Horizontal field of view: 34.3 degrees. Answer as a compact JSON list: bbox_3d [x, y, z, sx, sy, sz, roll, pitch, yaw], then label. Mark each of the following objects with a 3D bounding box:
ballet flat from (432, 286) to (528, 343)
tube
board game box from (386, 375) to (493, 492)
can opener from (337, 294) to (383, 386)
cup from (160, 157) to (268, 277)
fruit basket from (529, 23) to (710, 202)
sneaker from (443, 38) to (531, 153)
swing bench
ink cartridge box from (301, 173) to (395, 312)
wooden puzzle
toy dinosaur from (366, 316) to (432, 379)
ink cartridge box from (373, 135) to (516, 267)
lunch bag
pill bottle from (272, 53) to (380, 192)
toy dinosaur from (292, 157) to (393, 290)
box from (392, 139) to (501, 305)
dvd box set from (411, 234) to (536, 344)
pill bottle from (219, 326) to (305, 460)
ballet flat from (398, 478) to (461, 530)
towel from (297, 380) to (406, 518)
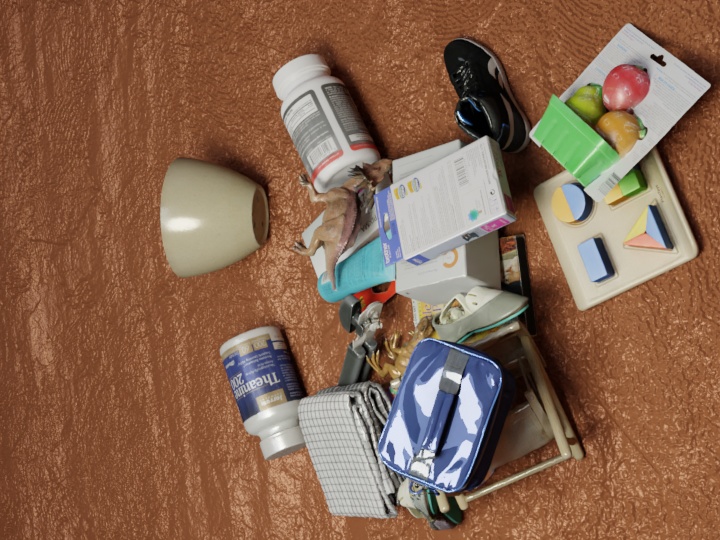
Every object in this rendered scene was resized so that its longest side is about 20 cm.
[{"bbox_3d":[0.158,0.057,1.625,0.064,0.067,0.200,57,149,1],"label":"ballet flat"},{"bbox_3d":[0.000,0.000,1.741,0.199,0.050,0.079,-28,64,58],"label":"tube"},{"bbox_3d":[0.110,0.245,1.726,0.198,0.039,0.160,30,122,18],"label":"board game box"},{"bbox_3d":[-0.005,0.116,1.808,0.066,0.052,0.202,37,138,28],"label":"can opener"},{"bbox_3d":[-0.234,-0.091,1.960,0.140,0.200,0.204,-1,91,12],"label":"cup"},{"bbox_3d":[0.333,-0.204,1.517,0.200,0.094,0.186,-44,43,7],"label":"fruit basket"},{"bbox_3d":[0.161,-0.258,1.656,0.073,0.111,0.202,-44,65,30],"label":"sneaker"},{"bbox_3d":[0.176,0.202,1.617,0.197,0.130,0.203,-25,74,13],"label":"swing bench"},{"bbox_3d":[0.000,-0.033,1.819,0.200,0.043,0.176,-42,61,42],"label":"ink cartridge box"},{"bbox_3d":[0.333,-0.066,1.565,0.199,0.046,0.188,-30,73,36],"label":"wooden puzzle"},{"bbox_3d":[0.062,0.158,1.768,0.106,0.060,0.203,37,131,42],"label":"toy dinosaur"},{"bbox_3d":[0.112,-0.088,1.599,0.198,0.042,0.121,-24,63,28],"label":"ink cartridge box"},{"bbox_3d":[0.107,0.193,1.503,0.134,0.132,0.203,18,86,20],"label":"lunch bag"},{"bbox_3d":[-0.057,-0.231,1.835,0.115,0.115,0.202,-38,69,34],"label":"pill bottle"},{"bbox_3d":[-0.023,-0.078,1.720,0.134,0.085,0.204,-2,75,42],"label":"toy dinosaur"},{"bbox_3d":[0.123,-0.066,1.675,0.123,0.097,0.204,-14,69,37],"label":"box"},{"bbox_3d":[0.161,0.034,1.721,0.198,0.029,0.149,-8,87,39],"label":"dvd box set"},{"bbox_3d":[-0.154,0.204,1.936,0.110,0.110,0.203,-32,72,36],"label":"pill bottle"},{"bbox_3d":[0.092,0.331,1.687,0.071,0.201,0.073,-9,59,16],"label":"ballet flat"},{"bbox_3d":[-0.002,0.274,1.787,0.165,0.085,0.203,-16,95,55],"label":"towel"}]
